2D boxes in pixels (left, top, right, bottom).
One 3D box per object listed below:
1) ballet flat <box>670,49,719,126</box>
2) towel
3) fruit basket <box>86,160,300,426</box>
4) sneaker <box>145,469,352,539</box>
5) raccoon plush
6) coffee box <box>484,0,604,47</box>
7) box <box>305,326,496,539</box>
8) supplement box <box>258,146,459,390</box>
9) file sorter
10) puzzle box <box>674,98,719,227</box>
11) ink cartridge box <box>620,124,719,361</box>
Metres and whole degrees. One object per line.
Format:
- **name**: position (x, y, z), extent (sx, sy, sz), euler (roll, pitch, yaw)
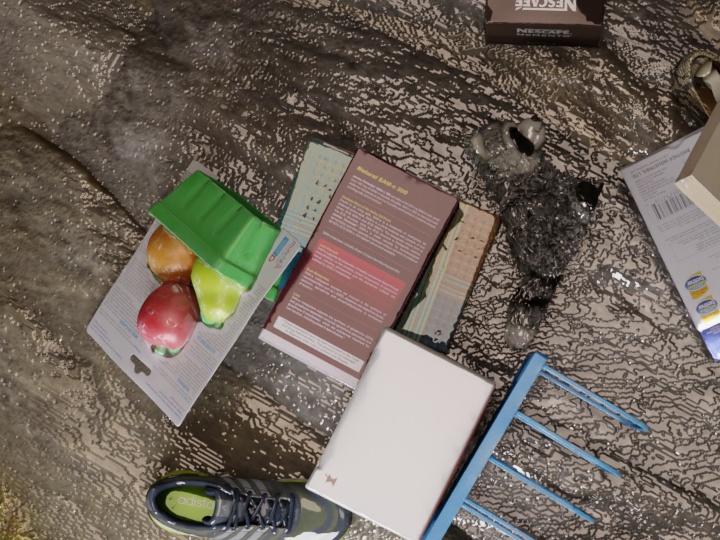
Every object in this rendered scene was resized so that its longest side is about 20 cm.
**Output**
- **ballet flat**: position (0.361, -0.123, 1.461), extent (0.068, 0.075, 0.200), euler (-39, 81, -2)
- **towel**: position (0.017, -0.024, 1.515), extent (0.200, 0.022, 0.147), euler (22, 87, 6)
- **fruit basket**: position (-0.156, 0.019, 1.479), extent (0.185, 0.094, 0.200), euler (37, 101, 43)
- **sneaker**: position (-0.107, 0.224, 1.467), extent (0.199, 0.081, 0.074), euler (2, 84, 6)
- **raccoon plush**: position (0.133, -0.042, 1.458), extent (0.134, 0.097, 0.200), euler (24, 85, 2)
- **coffee box**: position (0.177, -0.317, 1.501), extent (0.113, 0.080, 0.201), euler (2, 83, 6)
- **box**: position (0.040, 0.143, 1.399), extent (0.106, 0.200, 0.153), euler (27, 88, 5)
- **supplement box**: position (0.000, 0.000, 1.473), extent (0.109, 0.061, 0.200), euler (28, 88, 6)
- **file sorter**: position (0.153, 0.189, 1.416), extent (0.123, 0.139, 0.200), euler (31, 87, 6)
- **puzzle box**: position (0.363, -0.107, 1.394), extent (0.133, 0.025, 0.200), euler (42, 60, -13)
- **ink cartridge box**: position (0.332, -0.030, 1.439), extent (0.119, 0.042, 0.200), euler (-27, 86, 32)
